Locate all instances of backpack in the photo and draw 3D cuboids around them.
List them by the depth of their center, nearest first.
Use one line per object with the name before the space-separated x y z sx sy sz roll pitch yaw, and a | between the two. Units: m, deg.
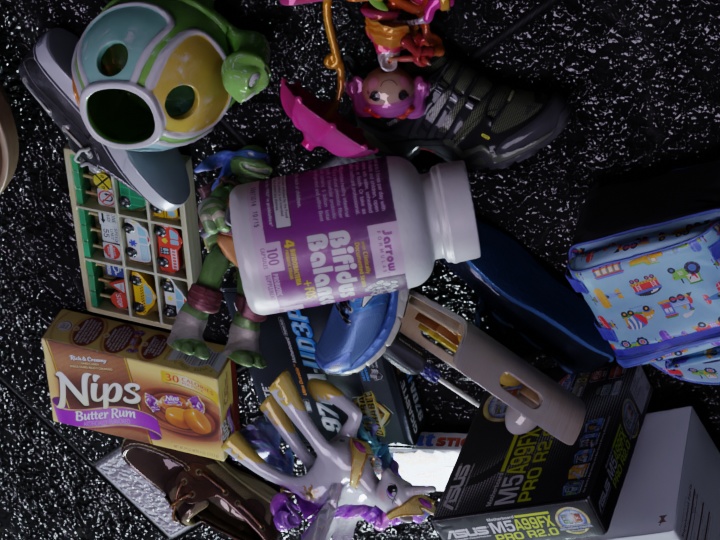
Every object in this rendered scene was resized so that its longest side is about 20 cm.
backpack | 0.287 0.019 1.586 0.181 0.135 0.201 -12 123 32

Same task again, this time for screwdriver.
screwdriver | 0.087 0.111 1.789 0.199 0.029 0.028 35 93 -23

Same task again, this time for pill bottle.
pill bottle | -0.003 -0.033 1.566 0.198 0.113 0.113 -11 124 2

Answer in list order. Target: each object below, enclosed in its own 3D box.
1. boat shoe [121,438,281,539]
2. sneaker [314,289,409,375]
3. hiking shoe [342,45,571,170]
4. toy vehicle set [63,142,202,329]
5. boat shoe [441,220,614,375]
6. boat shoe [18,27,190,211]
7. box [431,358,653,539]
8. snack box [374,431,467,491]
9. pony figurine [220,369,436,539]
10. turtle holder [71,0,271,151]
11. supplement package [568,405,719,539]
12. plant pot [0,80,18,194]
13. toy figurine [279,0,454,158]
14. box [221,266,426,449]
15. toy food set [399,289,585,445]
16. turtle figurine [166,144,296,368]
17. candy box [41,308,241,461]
boat shoe | -0.172 0.238 2.000 0.199 0.072 0.072 31 132 -1
sneaker | 0.000 0.000 1.675 0.089 0.079 0.201 12 109 -36
hiking shoe | 0.078 -0.145 1.585 0.198 0.076 0.101 0 130 25
toy vehicle set | -0.219 -0.033 1.838 0.123 0.027 0.201 11 129 16
boat shoe | 0.140 0.035 1.697 0.200 0.084 0.069 41 132 -8
boat shoe | -0.240 -0.127 1.732 0.199 0.074 0.068 47 126 -8
box | 0.168 0.166 1.707 0.159 0.200 0.044 -11 121 31
snack box | 0.057 0.192 1.887 0.198 0.024 0.072 0 138 24
pony figurine | -0.036 0.209 1.822 0.200 0.166 0.193 43 126 5
turtle holder | -0.166 -0.163 1.641 0.184 0.132 0.142 20 131 9
supplement package | 0.254 0.257 1.758 0.190 0.148 0.200 -12 130 30
plant pot | -0.402 -0.156 1.778 0.199 0.093 0.202 13 131 15
toy figurine | 0.005 -0.183 1.530 0.198 0.150 0.186 -3 117 -5
box | -0.033 0.083 1.834 0.158 0.046 0.201 0 126 22
toy food set | 0.103 0.089 1.686 0.143 0.061 0.200 34 178 -23
turtle figurine | -0.090 -0.008 1.693 0.199 0.144 0.196 18 96 20
candy box | -0.226 0.118 1.941 0.198 0.057 0.117 11 130 14
